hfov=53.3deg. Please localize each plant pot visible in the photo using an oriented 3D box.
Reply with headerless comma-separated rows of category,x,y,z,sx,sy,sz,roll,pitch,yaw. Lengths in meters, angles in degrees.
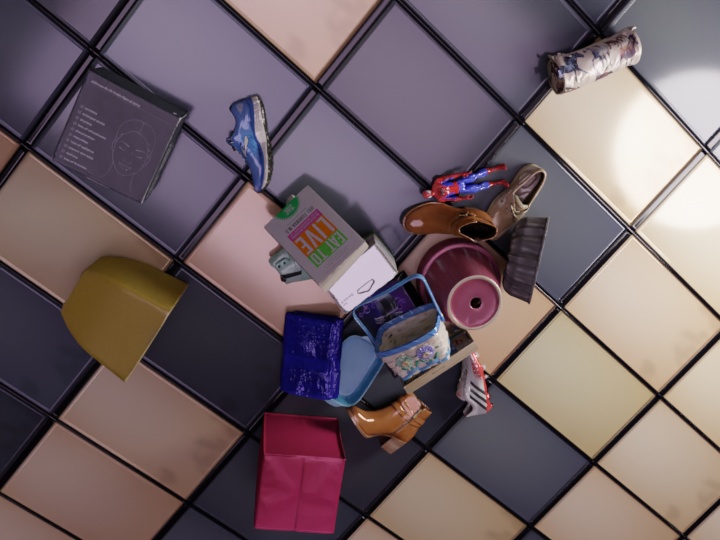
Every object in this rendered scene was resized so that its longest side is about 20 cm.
plant pot,-0.523,0.080,1.560,0.199,0.194,0.196,34,101,-11
plant pot,0.238,0.043,1.640,0.197,0.179,0.203,-2,108,-6

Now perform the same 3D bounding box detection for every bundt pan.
bundt pan,0.373,-0.030,1.635,0.075,0.202,0.205,13,108,14

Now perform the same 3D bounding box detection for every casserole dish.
casserole dish,-0.024,0.239,1.747,0.120,0.039,0.201,29,102,-15

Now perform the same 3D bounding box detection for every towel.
towel,-0.117,0.202,1.693,0.146,0.050,0.203,6,100,6

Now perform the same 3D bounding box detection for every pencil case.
pencil case,0.508,-0.459,1.561,0.198,0.078,0.090,-22,129,1

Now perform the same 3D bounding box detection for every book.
book,-0.093,-0.070,1.506,0.134,0.200,0.048,-44,152,-3

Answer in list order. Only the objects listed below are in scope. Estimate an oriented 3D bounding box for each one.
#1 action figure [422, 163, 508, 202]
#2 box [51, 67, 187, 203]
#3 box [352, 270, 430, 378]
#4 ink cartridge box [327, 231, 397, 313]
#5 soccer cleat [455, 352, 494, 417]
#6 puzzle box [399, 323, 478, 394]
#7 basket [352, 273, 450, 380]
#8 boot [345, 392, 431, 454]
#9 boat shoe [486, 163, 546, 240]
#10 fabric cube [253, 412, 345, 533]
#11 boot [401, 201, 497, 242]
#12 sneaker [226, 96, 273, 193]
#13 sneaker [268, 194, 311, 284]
action figure,0.237,-0.195,1.633,0.197,0.052,0.066,-14,113,0
box,-0.491,-0.279,1.475,0.198,0.124,0.198,27,105,-14
box,0.089,0.126,1.665,0.140,0.079,0.201,-30,96,22
ink cartridge box,0.000,0.000,1.582,0.145,0.200,0.088,-38,100,7
soccer cleat,0.272,0.277,1.781,0.084,0.069,0.202,-20,114,-4
puzzle box,0.177,0.202,1.710,0.199,0.133,0.026,-34,110,4
basket,0.102,0.121,1.546,0.175,0.139,0.201,-28,106,18
boot,0.070,0.352,1.777,0.155,0.074,0.200,-45,122,7
boat shoe,0.354,-0.154,1.649,0.072,0.065,0.201,33,101,-16
fabric cube,-0.149,0.484,1.730,0.197,0.196,0.202,7,106,-8
boot,0.200,-0.098,1.601,0.197,0.155,0.078,2,109,-7
sneaker,-0.239,-0.267,1.543,0.088,0.079,0.203,-8,101,3
sneaker,-0.160,-0.062,1.612,0.117,0.074,0.203,-18,110,-2
